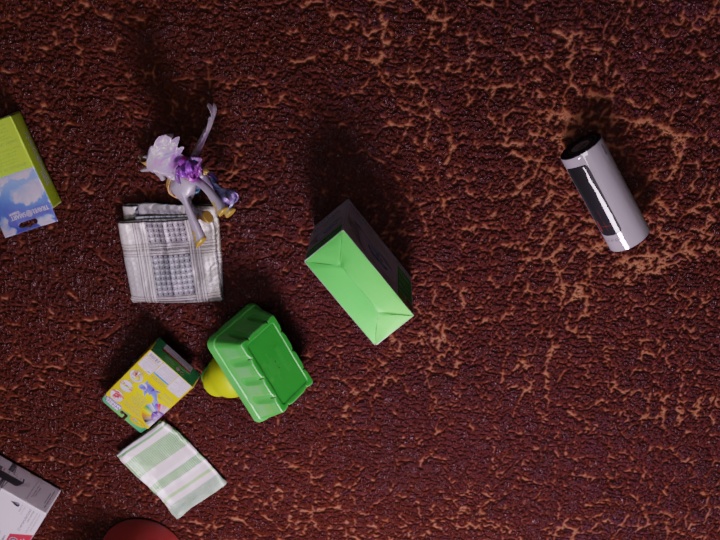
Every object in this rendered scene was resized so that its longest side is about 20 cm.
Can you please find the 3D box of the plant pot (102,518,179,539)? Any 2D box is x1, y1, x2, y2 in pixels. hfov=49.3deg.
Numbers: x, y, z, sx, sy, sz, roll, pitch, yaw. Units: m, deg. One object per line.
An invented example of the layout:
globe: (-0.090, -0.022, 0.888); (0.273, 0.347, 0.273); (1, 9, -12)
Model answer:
plant pot: (-0.493, 0.676, 1.696); (0.195, 0.178, 0.205); (1, 112, 3)

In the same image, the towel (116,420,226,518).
towel: (-0.405, 0.425, 1.677); (0.151, 0.023, 0.201); (-35, 105, 14)

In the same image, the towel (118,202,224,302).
towel: (-0.358, -0.032, 1.491); (0.187, 0.035, 0.205); (0, 111, 3)

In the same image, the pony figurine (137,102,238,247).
pony figurine: (-0.302, -0.171, 1.375); (0.201, 0.166, 0.193); (50, 133, 2)

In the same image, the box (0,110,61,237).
box: (-0.640, -0.175, 1.443); (0.119, 0.048, 0.204); (-15, 110, 9)

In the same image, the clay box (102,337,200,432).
clay box: (-0.424, 0.235, 1.577); (0.115, 0.048, 0.199); (43, 121, -12)

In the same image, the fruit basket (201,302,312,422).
fruit basket: (-0.218, 0.186, 1.533); (0.213, 0.155, 0.218); (31, 144, 26)

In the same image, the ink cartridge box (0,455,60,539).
ink cartridge box: (-0.776, 0.496, 1.691); (0.198, 0.084, 0.145); (33, 110, -9)

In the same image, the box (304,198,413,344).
box: (0.000, 0.000, 1.408); (0.096, 0.177, 0.201); (-36, 105, 16)

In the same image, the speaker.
speaker: (0.433, -0.136, 1.385); (0.080, 0.082, 0.202); (-29, 108, 14)
